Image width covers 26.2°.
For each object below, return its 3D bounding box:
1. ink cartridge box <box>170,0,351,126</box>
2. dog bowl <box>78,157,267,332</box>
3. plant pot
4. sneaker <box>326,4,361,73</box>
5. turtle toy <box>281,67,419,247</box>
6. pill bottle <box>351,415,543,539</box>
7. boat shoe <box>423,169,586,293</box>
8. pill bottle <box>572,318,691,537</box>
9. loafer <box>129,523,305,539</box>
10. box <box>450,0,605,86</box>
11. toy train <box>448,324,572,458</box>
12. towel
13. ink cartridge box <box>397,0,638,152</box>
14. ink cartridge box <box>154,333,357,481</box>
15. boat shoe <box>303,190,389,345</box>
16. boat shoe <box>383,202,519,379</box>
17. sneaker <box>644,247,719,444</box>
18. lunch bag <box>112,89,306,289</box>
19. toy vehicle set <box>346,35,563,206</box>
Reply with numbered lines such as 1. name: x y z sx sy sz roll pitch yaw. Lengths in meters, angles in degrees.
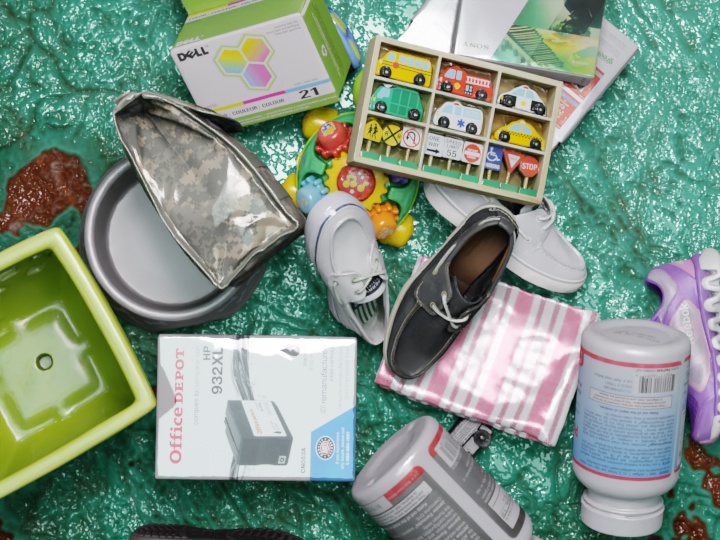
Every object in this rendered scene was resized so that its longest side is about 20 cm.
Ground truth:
1. ink cartridge box: -0.117 -0.249 1.510 0.147 0.076 0.200 -12 126 21
2. dog bowl: -0.191 -0.035 1.572 0.199 0.059 0.201 0 85 -3
3. plant pot: -0.319 0.095 1.494 0.199 0.181 0.200 -29 87 -4
4. sneaker: -0.086 -0.260 1.596 0.199 0.071 0.083 31 100 0
5. turtle toy: 0.004 -0.114 1.553 0.145 0.101 0.201 18 98 -1
6. pill bottle: 0.097 0.252 1.532 0.114 0.114 0.200 -44 98 -5
7. boat shoe: 0.160 -0.054 1.566 0.200 0.072 0.069 38 126 -8
8. pill bottle: 0.267 0.157 1.539 0.108 0.109 0.201 2 104 -3
9. loafer: -0.133 0.298 1.550 0.199 0.073 0.071 5 96 2
10. box: 0.174 -0.295 1.538 0.144 0.036 0.201 9 84 -2
11. toy train: 0.154 0.121 1.592 0.046 0.034 0.200 41 85 11
12. towel: 0.129 0.080 1.571 0.199 0.030 0.147 19 81 10
13. ink cartridge box: 0.150 -0.219 1.590 0.200 0.084 0.176 40 84 1
14. ink cartridge box: -0.105 0.137 1.550 0.199 0.084 0.146 1 86 -3
15. boat shoe: 0.000 0.000 1.510 0.073 0.200 0.067 -39 59 -12
16. boat shoe: 0.087 0.025 1.521 0.072 0.068 0.200 31 103 -14
17. sneaker: 0.332 0.079 1.586 0.088 0.080 0.201 -3 81 4
18. lunch bag: -0.149 -0.089 1.467 0.117 0.164 0.200 -40 89 0
19. toy vehicle set: 0.093 -0.144 1.501 0.199 0.027 0.125 11 85 -17
